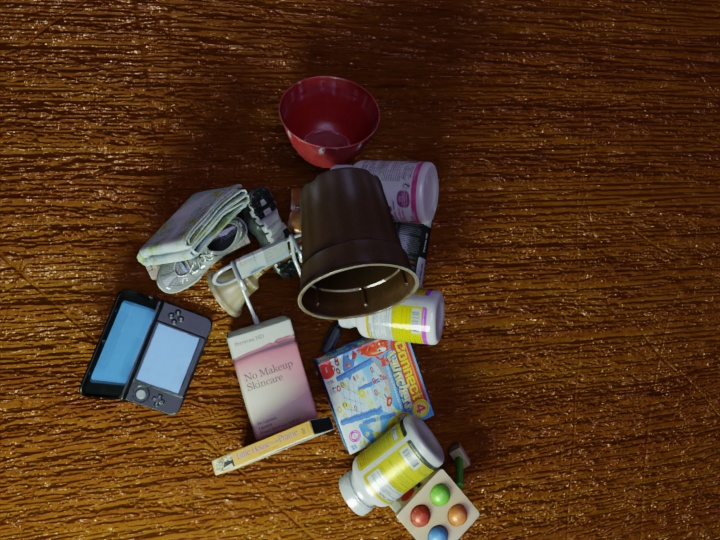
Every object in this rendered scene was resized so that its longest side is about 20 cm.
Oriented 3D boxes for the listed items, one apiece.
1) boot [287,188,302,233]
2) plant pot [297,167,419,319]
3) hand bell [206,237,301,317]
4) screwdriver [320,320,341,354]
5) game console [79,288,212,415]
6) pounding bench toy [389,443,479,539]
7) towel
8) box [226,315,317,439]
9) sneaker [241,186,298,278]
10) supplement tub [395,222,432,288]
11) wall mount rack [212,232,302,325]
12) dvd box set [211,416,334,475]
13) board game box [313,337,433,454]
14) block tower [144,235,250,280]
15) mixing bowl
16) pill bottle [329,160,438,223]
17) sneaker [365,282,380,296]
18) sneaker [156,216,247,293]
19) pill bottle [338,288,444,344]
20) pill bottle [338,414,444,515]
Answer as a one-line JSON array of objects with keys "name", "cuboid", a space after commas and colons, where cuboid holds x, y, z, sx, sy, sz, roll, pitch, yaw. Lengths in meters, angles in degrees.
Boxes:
[{"name": "boot", "cuboid": [-0.076, -0.075, 1.221, 0.152, 0.074, 0.203, 3, 76, -13]}, {"name": "plant pot", "cuboid": [-0.017, -0.050, 0.998, 0.197, 0.201, 0.201, -4, 63, -13]}, {"name": "hand bell", "cuboid": [-0.185, -0.008, 1.145, 0.199, 0.104, 0.105, -33, 94, 5]}, {"name": "screwdriver", "cuboid": [-0.027, 0.085, 1.243, 0.029, 0.028, 0.201, 38, 78, -39]}, {"name": "game console", "cuboid": [-0.392, 0.158, 1.111, 0.174, 0.116, 0.202, 22, 83, -10]}, {"name": "pounding bench toy", "cuboid": [0.164, 0.445, 1.199, 0.200, 0.156, 0.125, -43, 96, -12]}, {"name": "towel", "cuboid": [-0.307, -0.084, 1.084, 0.048, 0.198, 0.172, 55, 52, -25]}, {"name": "box", "cuboid": [-0.174, 0.203, 1.157, 0.126, 0.109, 0.203, -17, 93, -13]}, {"name": "sneaker", "cuboid": [-0.188, -0.077, 1.198, 0.066, 0.090, 0.202, -39, 121, -31]}, {"name": "supplement tub", "cuboid": [0.082, -0.064, 1.227, 0.121, 0.122, 0.203, 11, 85, -12]}, {"name": "wall mount rack", "cuboid": [-0.163, 0.015, 1.090, 0.198, 0.174, 0.075, -26, 68, -12]}, {"name": "dvd box set", "cuboid": [-0.158, 0.324, 1.111, 0.198, 0.146, 0.030, -24, 75, 8]}, {"name": "board game box", "cuboid": [0.028, 0.240, 1.220, 0.194, 0.056, 0.202, -22, 98, -13]}, {"name": "block tower", "cuboid": [-0.317, -0.034, 1.170, 0.198, 0.058, 0.055, -27, 93, -11]}, {"name": "mixing bowl", "cuboid": [-0.066, -0.281, 1.195, 0.197, 0.109, 0.202, 4, 56, -6]}, {"name": "pill bottle", "cuboid": [0.040, -0.151, 1.132, 0.197, 0.113, 0.115, 6, 85, 23]}, {"name": "sneaker", "cuboid": [0.000, 0.000, 1.151, 0.099, 0.199, 0.071, -40, 131, -28]}, {"name": "sneaker", "cuboid": [-0.298, -0.037, 1.104, 0.200, 0.082, 0.075, -43, 96, -11]}, {"name": "pill bottle", "cuboid": [0.060, 0.084, 1.163, 0.197, 0.104, 0.106, 5, 85, 19]}, {"name": "pill bottle", "cuboid": [0.057, 0.385, 1.166, 0.199, 0.113, 0.113, -40, 96, 10]}]
